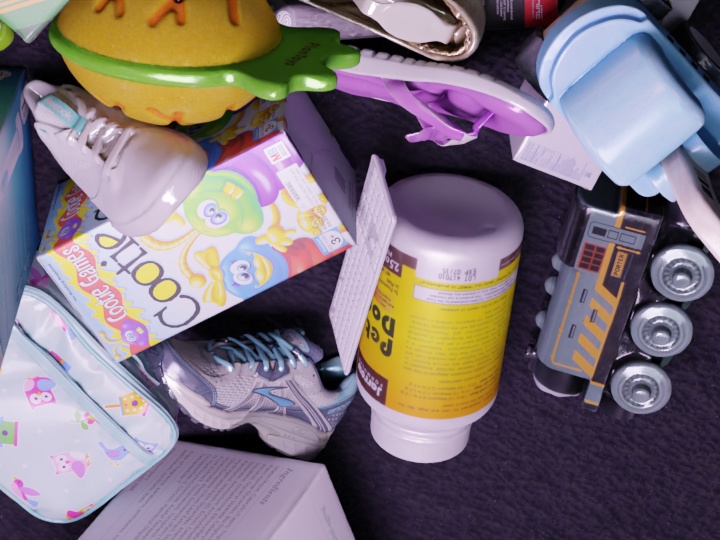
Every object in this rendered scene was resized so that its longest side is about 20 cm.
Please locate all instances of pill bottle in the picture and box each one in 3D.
[{"bbox_3d":[0.054,0.039,1.275,0.108,0.110,0.202,4,122,-3],"label":"pill bottle"}]

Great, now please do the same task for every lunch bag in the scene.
[{"bbox_3d":[-0.240,0.088,1.323,0.160,0.077,0.200,-34,117,20],"label":"lunch bag"}]

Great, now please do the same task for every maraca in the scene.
[{"bbox_3d":[-0.100,-0.144,1.100,0.198,0.137,0.108,12,122,15],"label":"maraca"}]

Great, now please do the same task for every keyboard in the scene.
[{"bbox_3d":[0.000,0.000,1.241,0.011,0.057,0.201,-1,146,-12],"label":"keyboard"}]

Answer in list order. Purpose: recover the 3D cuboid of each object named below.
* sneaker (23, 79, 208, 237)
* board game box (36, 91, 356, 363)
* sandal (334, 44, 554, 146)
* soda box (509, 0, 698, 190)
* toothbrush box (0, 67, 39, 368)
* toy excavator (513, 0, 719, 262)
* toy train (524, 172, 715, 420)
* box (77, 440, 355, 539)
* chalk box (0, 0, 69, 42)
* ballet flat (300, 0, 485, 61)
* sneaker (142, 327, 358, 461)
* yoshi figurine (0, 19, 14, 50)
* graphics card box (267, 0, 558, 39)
[{"bbox_3d":[-0.173,-0.083,1.146,0.088,0.199,0.076,43,80,-31],"label":"sneaker"},{"bbox_3d":[-0.112,-0.040,1.226,0.198,0.105,0.103,-26,119,15],"label":"board game box"},{"bbox_3d":[0.043,-0.106,1.155,0.082,0.201,0.050,26,84,-49],"label":"sandal"},{"bbox_3d":[0.169,-0.159,1.174,0.063,0.068,0.201,20,121,-13],"label":"soda box"},{"bbox_3d":[-0.276,-0.029,1.176,0.084,0.201,0.148,1,124,-2],"label":"toothbrush box"},{"bbox_3d":[0.191,-0.070,1.071,0.100,0.201,0.194,-38,116,22],"label":"toy excavator"},{"bbox_3d":[0.191,0.019,1.286,0.113,0.086,0.202,16,124,4],"label":"toy train"},{"bbox_3d":[-0.110,0.272,1.343,0.170,0.200,0.201,5,130,36],"label":"box"},{"bbox_3d":[-0.179,-0.268,1.070,0.124,0.125,0.200,39,113,-23],"label":"chalk box"},{"bbox_3d":[-0.009,-0.189,1.098,0.198,0.063,0.068,20,121,-11],"label":"ballet flat"},{"bbox_3d":[-0.079,0.072,1.301,0.086,0.078,0.199,-49,140,14],"label":"sneaker"},{"bbox_3d":[-0.316,-0.197,1.126,0.198,0.112,0.113,14,115,-13],"label":"yoshi figurine"},{"bbox_3d":[0.029,-0.219,1.145,0.197,0.051,0.127,-5,123,2],"label":"graphics card box"}]
